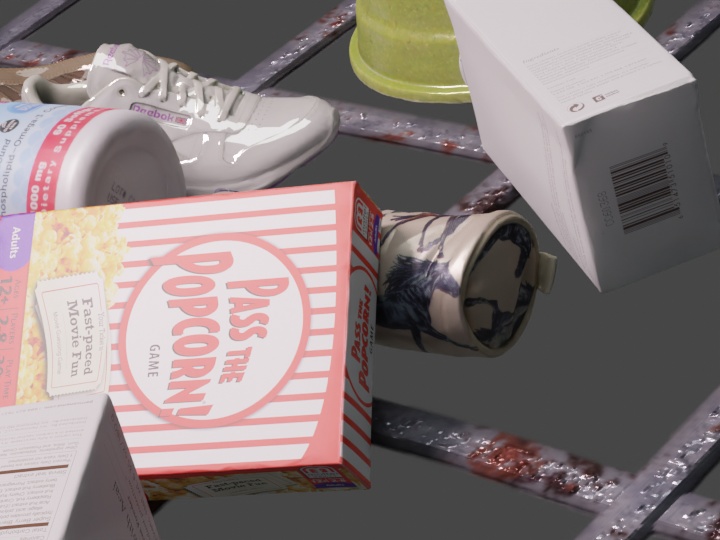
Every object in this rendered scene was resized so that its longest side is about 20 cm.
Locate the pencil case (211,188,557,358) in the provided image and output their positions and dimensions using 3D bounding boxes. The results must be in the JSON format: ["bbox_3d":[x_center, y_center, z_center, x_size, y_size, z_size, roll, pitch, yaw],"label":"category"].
[{"bbox_3d":[0.000,0.000,1.412,0.200,0.078,0.089,5,21,32],"label":"pencil case"}]

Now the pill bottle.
[{"bbox_3d":[-0.210,-0.045,1.555,0.200,0.109,0.109,6,36,32],"label":"pill bottle"}]

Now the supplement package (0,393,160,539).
[{"bbox_3d":[-0.167,0.165,1.175,0.120,0.121,0.200,-8,32,12],"label":"supplement package"}]

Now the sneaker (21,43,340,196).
[{"bbox_3d":[-0.113,-0.089,1.593,0.200,0.100,0.075,-6,28,14],"label":"sneaker"}]

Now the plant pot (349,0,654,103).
[{"bbox_3d":[0.069,-0.234,1.661,0.200,0.184,0.200,-12,30,7],"label":"plant pot"}]

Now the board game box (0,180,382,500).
[{"bbox_3d":[-0.092,0.040,1.349,0.200,0.046,0.152,-5,67,18],"label":"board game box"}]

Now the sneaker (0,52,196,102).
[{"bbox_3d":[-0.200,-0.089,1.682,0.200,0.070,0.076,-3,70,-4],"label":"sneaker"}]

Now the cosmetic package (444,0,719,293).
[{"bbox_3d":[0.121,-0.086,1.468,0.081,0.113,0.200,-20,33,-7],"label":"cosmetic package"}]
